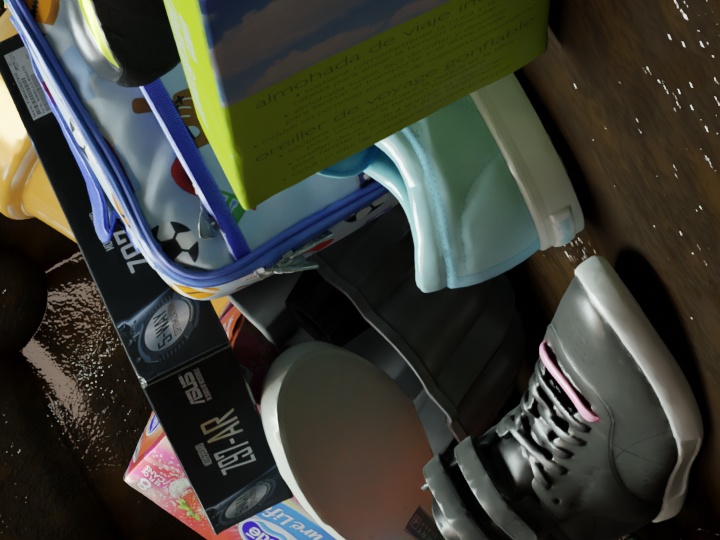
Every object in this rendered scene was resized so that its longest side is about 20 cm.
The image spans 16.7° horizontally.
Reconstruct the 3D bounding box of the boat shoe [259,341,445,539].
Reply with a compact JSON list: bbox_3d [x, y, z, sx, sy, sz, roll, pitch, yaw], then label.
[{"bbox_3d":[0.001,0.101,1.147,0.071,0.070,0.201,20,156,47],"label":"boat shoe"}]

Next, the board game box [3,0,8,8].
[{"bbox_3d":[-0.145,-0.227,1.187,0.102,0.047,0.202,-155,65,-72],"label":"board game box"}]

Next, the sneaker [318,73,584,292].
[{"bbox_3d":[0.003,-0.081,0.934,0.201,0.082,0.074,58,172,22],"label":"sneaker"}]

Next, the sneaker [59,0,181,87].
[{"bbox_3d":[-0.109,-0.150,0.947,0.081,0.073,0.201,-45,51,42],"label":"sneaker"}]

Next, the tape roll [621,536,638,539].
[{"bbox_3d":[0.158,0.226,1.171,0.201,0.048,0.201,59,173,12],"label":"tape roll"}]

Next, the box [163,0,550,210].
[{"bbox_3d":[0.001,-0.093,0.736,0.048,0.121,0.200,60,173,16],"label":"box"}]

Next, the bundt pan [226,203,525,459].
[{"bbox_3d":[0.000,0.000,1.162,0.202,0.076,0.202,40,166,12],"label":"bundt pan"}]

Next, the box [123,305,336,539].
[{"bbox_3d":[-0.011,0.111,1.299,0.199,0.100,0.096,36,-143,-12],"label":"box"}]

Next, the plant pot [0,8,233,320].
[{"bbox_3d":[-0.100,-0.073,1.355,0.183,0.200,0.200,44,170,8],"label":"plant pot"}]

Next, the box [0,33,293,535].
[{"bbox_3d":[-0.101,0.002,1.143,0.161,0.043,0.201,74,170,-60],"label":"box"}]

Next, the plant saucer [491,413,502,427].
[{"bbox_3d":[0.042,0.061,1.424,0.201,0.032,0.200,59,173,12],"label":"plant saucer"}]

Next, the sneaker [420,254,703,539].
[{"bbox_3d":[0.073,0.069,0.951,0.071,0.099,0.200,59,172,26],"label":"sneaker"}]

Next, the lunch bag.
[{"bbox_3d":[-0.059,-0.091,1.020,0.201,0.159,0.076,61,173,5],"label":"lunch bag"}]
